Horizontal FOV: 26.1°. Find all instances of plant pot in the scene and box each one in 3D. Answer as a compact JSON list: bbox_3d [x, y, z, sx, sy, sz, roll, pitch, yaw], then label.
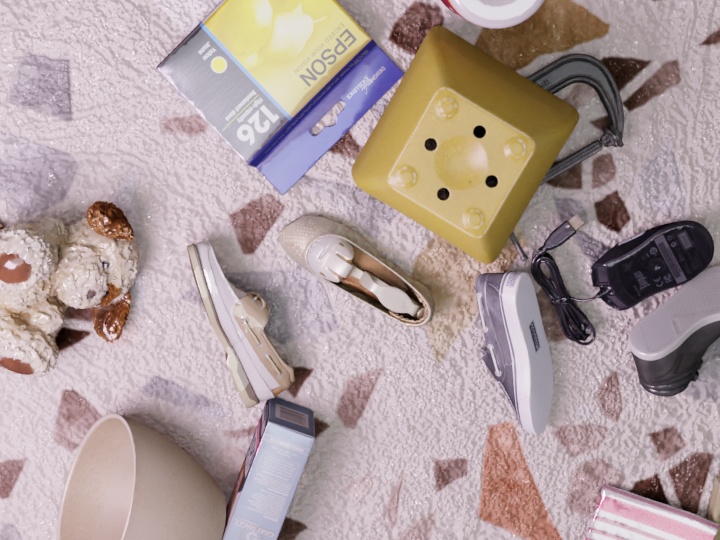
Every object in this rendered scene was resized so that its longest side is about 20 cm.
[{"bbox_3d":[0.106,-0.122,1.634,0.193,0.200,0.197,31,102,-1],"label":"plant pot"}]

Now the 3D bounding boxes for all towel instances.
[{"bbox_3d":[0.324,0.365,1.841,0.145,0.030,0.202,19,101,5],"label":"towel"}]

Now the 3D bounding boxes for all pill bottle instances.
[{"bbox_3d":[0.130,-0.313,1.605,0.111,0.200,0.114,0,103,-2],"label":"pill bottle"}]

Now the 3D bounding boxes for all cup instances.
[{"bbox_3d":[-0.236,0.275,1.742,0.142,0.200,0.202,18,102,-30],"label":"cup"}]

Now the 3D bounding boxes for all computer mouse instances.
[{"bbox_3d":[0.288,-0.020,1.753,0.199,0.046,0.141,-34,109,14],"label":"computer mouse"}]

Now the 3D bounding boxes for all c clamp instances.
[{"bbox_3d":[0.214,-0.137,1.739,0.199,0.027,0.172,-35,96,7],"label":"c clamp"}]

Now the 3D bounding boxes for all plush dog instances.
[{"bbox_3d":[-0.326,-0.001,1.708,0.170,0.161,0.202,-5,131,-15],"label":"plush dog"}]

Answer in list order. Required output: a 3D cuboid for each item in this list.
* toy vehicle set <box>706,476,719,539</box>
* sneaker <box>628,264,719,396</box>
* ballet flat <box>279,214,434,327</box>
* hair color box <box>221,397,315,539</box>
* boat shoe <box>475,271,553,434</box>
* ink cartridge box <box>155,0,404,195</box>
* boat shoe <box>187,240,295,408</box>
[{"bbox_3d":[0.508,0.320,1.845,0.197,0.027,0.126,8,102,-4],"label":"toy vehicle set"},{"bbox_3d":[0.385,0.069,1.772,0.199,0.071,0.100,-31,141,-18],"label":"sneaker"},{"bbox_3d":[0.000,0.000,1.740,0.199,0.062,0.068,29,100,-7],"label":"ballet flat"},{"bbox_3d":[-0.113,0.256,1.773,0.060,0.099,0.202,19,101,-7],"label":"hair color box"},{"bbox_3d":[0.170,0.094,1.767,0.067,0.072,0.202,2,121,31],"label":"boat shoe"},{"bbox_3d":[-0.087,-0.218,1.699,0.198,0.047,0.200,-44,98,6],"label":"ink cartridge box"},{"bbox_3d":[-0.135,0.052,1.746,0.068,0.075,0.202,-22,109,-3],"label":"boat shoe"}]
